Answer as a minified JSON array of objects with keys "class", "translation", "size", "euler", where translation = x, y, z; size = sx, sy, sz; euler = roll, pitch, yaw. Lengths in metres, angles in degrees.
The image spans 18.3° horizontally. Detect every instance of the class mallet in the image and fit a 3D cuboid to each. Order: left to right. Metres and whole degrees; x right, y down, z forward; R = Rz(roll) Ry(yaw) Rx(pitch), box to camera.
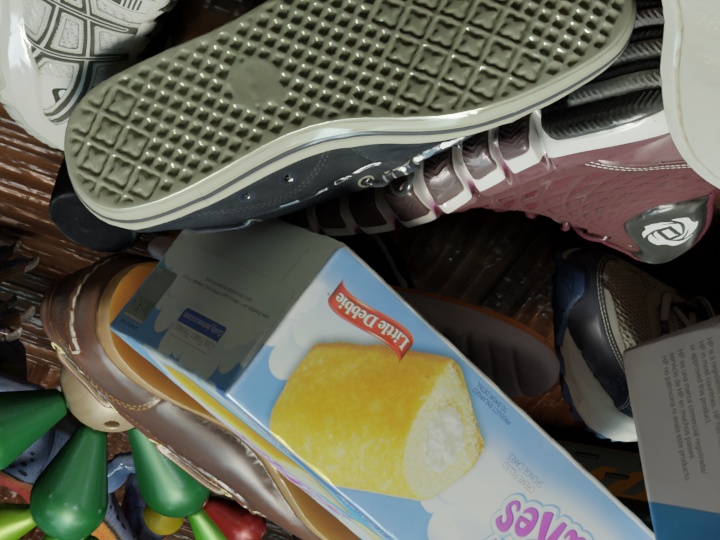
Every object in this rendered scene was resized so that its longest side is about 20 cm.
[{"class":"mallet","translation":[-0.126,-0.097,0.834],"size":[0.041,0.066,0.201],"euler":[-5,132,30]}]

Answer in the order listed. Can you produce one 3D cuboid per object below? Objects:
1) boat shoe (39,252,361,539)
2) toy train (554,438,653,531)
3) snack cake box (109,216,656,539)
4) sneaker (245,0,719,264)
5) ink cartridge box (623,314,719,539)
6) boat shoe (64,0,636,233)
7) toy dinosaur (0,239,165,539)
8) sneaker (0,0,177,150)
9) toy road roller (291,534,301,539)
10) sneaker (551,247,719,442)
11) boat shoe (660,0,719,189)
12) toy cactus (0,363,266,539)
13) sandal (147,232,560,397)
[{"class":"boat shoe","translation":[-0.044,0.058,0.921],"size":[0.200,0.071,0.070],"euler":[42,152,-27]},{"class":"toy train","translation":[0.120,0.130,1.042],"size":[0.199,0.114,0.086],"euler":[7,124,20]},{"class":"snack cake box","translation":[0.014,0.065,0.822],"size":[0.200,0.067,0.115],"euler":[42,169,-27]},{"class":"sneaker","translation":[0.057,-0.031,0.820],"size":[0.199,0.076,0.115],"euler":[-8,148,35]},{"class":"ink cartridge box","translation":[0.223,0.087,0.813],"size":[0.199,0.147,0.146],"euler":[-22,139,20]},{"class":"boat shoe","translation":[-0.002,-0.063,0.758],"size":[0.199,0.075,0.062],"euler":[-20,164,11]},{"class":"toy dinosaur","translation":[-0.153,0.079,1.051],"size":[0.199,0.105,0.182],"euler":[-17,122,-11]},{"class":"sneaker","translation":[-0.082,-0.100,0.754],"size":[0.087,0.076,0.200],"euler":[7,152,15]},{"class":"toy road roller","translation":[0.002,0.207,1.155],"size":[0.145,0.200,0.123],"euler":[27,159,25]},{"class":"sneaker","translation":[0.148,0.038,0.918],"size":[0.085,0.078,0.200],"euler":[-17,147,30]},{"class":"boat shoe","translation":[0.129,-0.102,0.659],"size":[0.075,0.062,0.201],"euler":[20,148,25]},{"class":"toy cactus","translation":[-0.120,0.082,0.956],"size":[0.199,0.166,0.102],"euler":[18,-168,-18]},{"class":"sandal","translation":[0.004,0.004,0.916],"size":[0.206,0.059,0.079],"euler":[12,156,38]}]
